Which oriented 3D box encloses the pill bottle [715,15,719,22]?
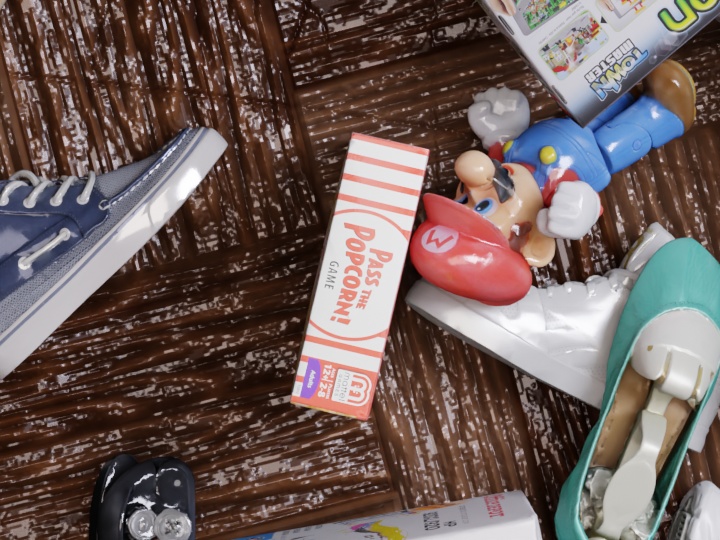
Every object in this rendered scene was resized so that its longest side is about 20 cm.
[{"bbox_3d":[0.278,-0.128,1.586,0.112,0.200,0.112,-17,129,-22],"label":"pill bottle"}]

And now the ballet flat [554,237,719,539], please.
[{"bbox_3d":[0.169,0.081,1.603,0.067,0.070,0.200,19,95,-13],"label":"ballet flat"}]

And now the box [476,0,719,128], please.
[{"bbox_3d":[0.164,-0.184,1.550,0.200,0.035,0.110,-39,118,1],"label":"box"}]

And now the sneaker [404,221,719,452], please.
[{"bbox_3d":[0.134,0.016,1.661,0.200,0.074,0.116,25,91,-10],"label":"sneaker"}]

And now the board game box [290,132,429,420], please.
[{"bbox_3d":[0.000,0.000,1.594,0.046,0.200,0.152,13,93,0],"label":"board game box"}]

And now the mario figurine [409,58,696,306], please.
[{"bbox_3d":[0.101,-0.065,1.602,0.106,0.123,0.200,47,62,2],"label":"mario figurine"}]

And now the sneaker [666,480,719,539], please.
[{"bbox_3d":[0.215,0.232,1.663,0.099,0.078,0.200,16,93,-3],"label":"sneaker"}]

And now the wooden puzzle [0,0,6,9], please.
[{"bbox_3d":[-0.288,-0.212,1.676,0.185,0.037,0.200,31,97,-1],"label":"wooden puzzle"}]

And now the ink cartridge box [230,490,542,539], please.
[{"bbox_3d":[0.015,0.219,1.628,0.200,0.147,0.145,-10,92,1],"label":"ink cartridge box"}]

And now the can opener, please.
[{"bbox_3d":[-0.125,0.207,1.659,0.063,0.079,0.200,-1,84,-13],"label":"can opener"}]

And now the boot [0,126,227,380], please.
[{"bbox_3d":[-0.176,-0.033,1.658,0.200,0.073,0.090,-44,97,3],"label":"boot"}]
